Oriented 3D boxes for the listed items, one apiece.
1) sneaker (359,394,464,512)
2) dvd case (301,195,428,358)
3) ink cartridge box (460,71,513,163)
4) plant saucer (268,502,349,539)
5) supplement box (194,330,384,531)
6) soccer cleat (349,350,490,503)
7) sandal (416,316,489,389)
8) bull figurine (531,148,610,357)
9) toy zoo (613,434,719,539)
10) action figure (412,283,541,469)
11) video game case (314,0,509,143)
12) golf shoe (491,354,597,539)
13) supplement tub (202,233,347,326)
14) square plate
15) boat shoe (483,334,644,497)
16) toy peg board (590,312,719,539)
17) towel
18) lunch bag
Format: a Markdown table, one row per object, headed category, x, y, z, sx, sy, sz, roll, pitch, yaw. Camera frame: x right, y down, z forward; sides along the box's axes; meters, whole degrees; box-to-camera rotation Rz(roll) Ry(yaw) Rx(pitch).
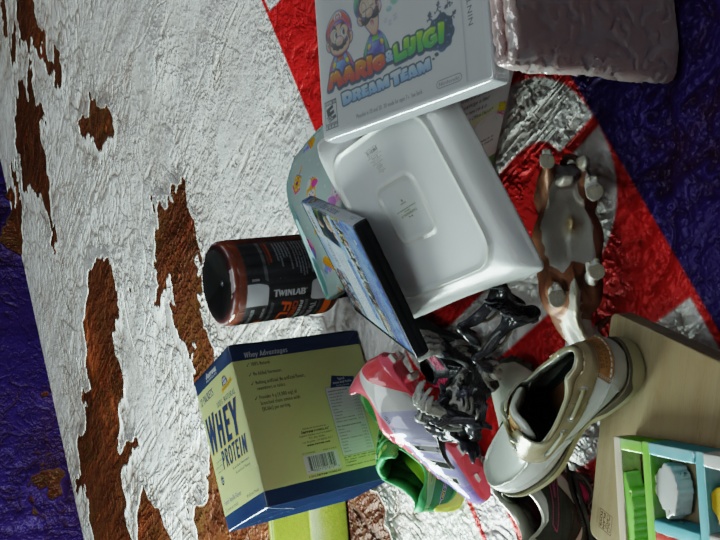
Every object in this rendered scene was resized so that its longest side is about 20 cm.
| category | x | y | z | sx | sy | sz | roll | pitch | yaw |
| --- | --- | --- | --- | --- | --- | --- | --- | --- | --- |
| sneaker | 0.050 | 0.201 | 1.020 | 0.201 | 0.082 | 0.075 | 52 | 135 | 41 |
| dvd case | 0.000 | 0.000 | 0.872 | 0.145 | 0.017 | 0.200 | 64 | 169 | -18 |
| ink cartridge box | 0.069 | -0.158 | 0.833 | 0.084 | 0.144 | 0.203 | 37 | 139 | 31 |
| plant saucer | -0.086 | 0.402 | 1.295 | 0.198 | 0.047 | 0.205 | -4 | 91 | 57 |
| supplement box | -0.087 | 0.205 | 1.126 | 0.134 | 0.197 | 0.203 | -42 | 60 | 50 |
| soccer cleat | 0.068 | 0.182 | 0.963 | 0.076 | 0.066 | 0.201 | -42 | 77 | 19 |
| sandal | 0.079 | 0.097 | 0.978 | 0.199 | 0.044 | 0.076 | 33 | 140 | 54 |
| bull figurine | 0.187 | -0.010 | 0.760 | 0.121 | 0.064 | 0.205 | 48 | -144 | -76 |
| toy zoo | 0.245 | 0.191 | 0.597 | 0.200 | 0.020 | 0.134 | 168 | 100 | -72 |
| action figure | 0.094 | 0.101 | 0.839 | 0.120 | 0.100 | 0.203 | -105 | 33 | -60 |
| video game case | 0.032 | -0.217 | 0.700 | 0.198 | 0.023 | 0.186 | -10 | 83 | 48 |
| golf shoe | 0.164 | 0.177 | 0.837 | 0.077 | 0.087 | 0.203 | -52 | 50 | 48 |
| supplement tub | -0.096 | 0.008 | 1.111 | 0.106 | 0.197 | 0.109 | 15 | 108 | 56 |
| square plate | 0.048 | -0.059 | 0.777 | 0.199 | 0.028 | 0.201 | -25 | 95 | 54 |
| boat shoe | 0.153 | 0.124 | 0.736 | 0.202 | 0.067 | 0.076 | -60 | 34 | 36 |
| toy peg board | 0.281 | 0.155 | 0.668 | 0.199 | 0.096 | 0.205 | -145 | 56 | -68 |
| towel | 0.169 | -0.244 | 0.661 | 0.032 | 0.197 | 0.196 | -8 | 88 | 55 |
| lunch bag | -0.002 | -0.091 | 1.023 | 0.170 | 0.120 | 0.204 | -36 | 71 | 54 |
